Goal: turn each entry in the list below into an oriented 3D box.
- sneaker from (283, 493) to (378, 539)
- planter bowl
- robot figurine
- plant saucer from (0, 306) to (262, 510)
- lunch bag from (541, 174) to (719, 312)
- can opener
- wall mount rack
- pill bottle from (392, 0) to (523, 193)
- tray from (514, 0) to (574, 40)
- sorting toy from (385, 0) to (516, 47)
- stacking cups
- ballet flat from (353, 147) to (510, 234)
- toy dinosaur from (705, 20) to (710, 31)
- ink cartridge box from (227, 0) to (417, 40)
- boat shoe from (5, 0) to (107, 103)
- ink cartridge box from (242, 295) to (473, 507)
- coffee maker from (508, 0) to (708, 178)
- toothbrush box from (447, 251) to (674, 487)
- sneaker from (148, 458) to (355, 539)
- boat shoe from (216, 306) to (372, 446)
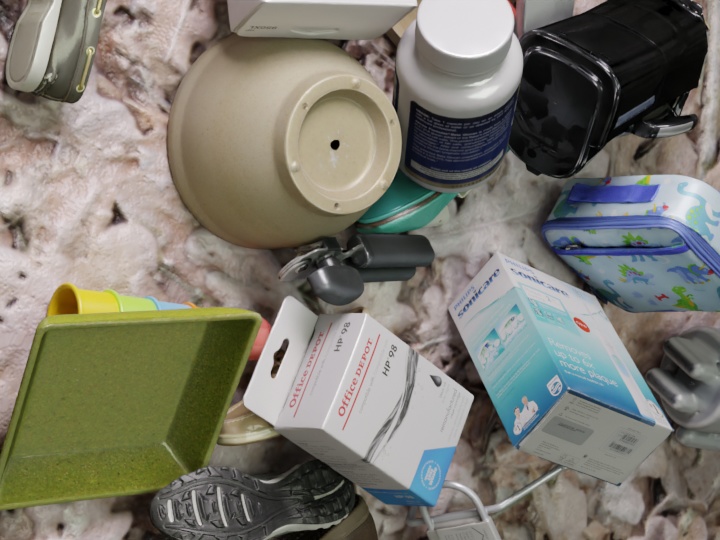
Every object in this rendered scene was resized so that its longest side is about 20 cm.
[{"bbox_3d":[-0.059,0.289,1.489,0.200,0.070,0.076,-34,114,-26],"label":"sneaker"},{"bbox_3d":[-0.048,-0.112,1.408,0.200,0.135,0.200,-5,99,-35],"label":"planter bowl"},{"bbox_3d":[0.405,0.123,1.759,0.200,0.113,0.170,13,117,-35],"label":"robot figurine"},{"bbox_3d":[-0.202,0.103,1.341,0.200,0.048,0.200,-2,129,-34],"label":"plant saucer"},{"bbox_3d":[0.289,-0.027,1.609,0.161,0.200,0.082,43,65,-32],"label":"lunch bag"},{"bbox_3d":[0.000,0.000,1.465,0.200,0.053,0.066,-8,67,-56],"label":"can opener"},{"bbox_3d":[0.146,0.261,1.569,0.200,0.174,0.075,65,27,-22],"label":"wall mount rack"},{"bbox_3d":[0.085,-0.163,1.428,0.111,0.111,0.200,-46,162,-21],"label":"pill bottle"},{"bbox_3d":[0.173,-0.252,1.544,0.107,0.022,0.200,-57,165,-17],"label":"tray"},{"bbox_3d":[0.088,-0.307,1.516,0.200,0.070,0.199,47,70,-30],"label":"sorting toy"},{"bbox_3d":[-0.168,0.046,1.395,0.200,0.060,0.061,5,93,-38],"label":"stacking cups"},{"bbox_3d":[0.079,-0.084,1.543,0.200,0.067,0.070,-44,132,-20],"label":"ballet flat"},{"bbox_3d":[0.303,-0.317,1.682,0.101,0.058,0.200,-53,130,-35],"label":"toy dinosaur"},{"bbox_3d":[-0.041,-0.305,1.374,0.145,0.084,0.200,-3,80,-23],"label":"ink cartridge box"},{"bbox_3d":[-0.227,-0.235,1.310,0.060,0.072,0.202,17,92,-36],"label":"boat shoe"},{"bbox_3d":[0.001,0.116,1.431,0.200,0.067,0.116,38,63,-36],"label":"ink cartridge box"},{"bbox_3d":[0.233,-0.203,1.548,0.200,0.135,0.192,-29,121,-48],"label":"coffee maker"},{"bbox_3d":[0.189,0.093,1.552,0.146,0.200,0.085,23,117,-33],"label":"toothbrush box"},{"bbox_3d":[-0.101,0.214,1.442,0.200,0.079,0.074,0,71,-38],"label":"sneaker"},{"bbox_3d":[-0.058,0.096,1.468,0.200,0.072,0.065,-29,107,-35],"label":"boat shoe"}]
